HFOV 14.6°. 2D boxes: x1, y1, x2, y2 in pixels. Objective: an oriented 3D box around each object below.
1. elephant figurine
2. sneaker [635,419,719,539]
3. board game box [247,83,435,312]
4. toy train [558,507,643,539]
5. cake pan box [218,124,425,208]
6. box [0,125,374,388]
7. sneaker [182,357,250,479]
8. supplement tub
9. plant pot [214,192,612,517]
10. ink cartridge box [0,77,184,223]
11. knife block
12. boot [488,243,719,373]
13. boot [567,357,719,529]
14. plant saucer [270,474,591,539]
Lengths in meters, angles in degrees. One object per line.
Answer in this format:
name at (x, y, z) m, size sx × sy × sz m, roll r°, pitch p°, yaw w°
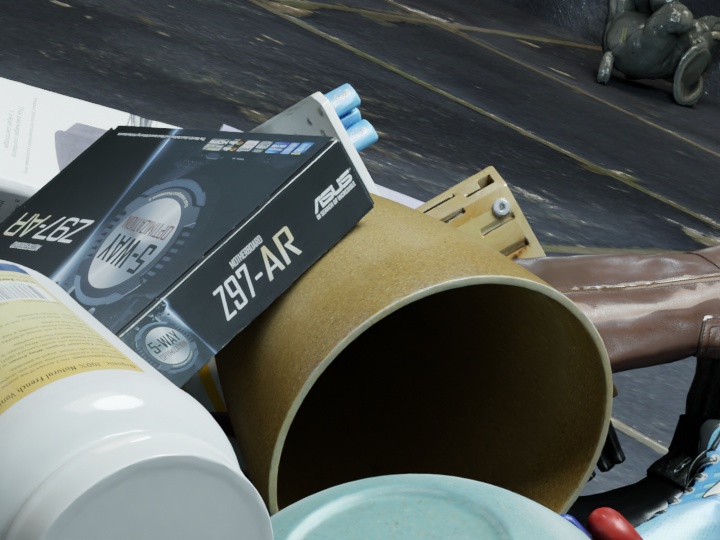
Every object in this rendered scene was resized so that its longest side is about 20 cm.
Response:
elephant figurine at (0.400, -0.279, 3.575) m, size 0.200 × 0.155 × 0.142 m, roll 42°, pitch 30°, yaw -45°
sneaker at (0.185, 0.128, 1.483) m, size 0.199 × 0.078 × 0.090 m, roll -15°, pitch 74°, yaw -28°
board game box at (0.000, 0.000, 1.601) m, size 0.026 × 0.200 × 0.200 m, roll -30°, pitch 3°, yaw -21°
toy train at (0.145, 0.205, 1.350) m, size 0.200 × 0.085 × 0.116 m, roll 47°, pitch -3°, yaw 2°
cake pan box at (-0.011, 0.001, 1.784) m, size 0.184 × 0.052 × 0.200 m, roll 23°, pitch -22°, yaw 13°
box at (-0.112, -0.007, 1.402) m, size 0.160 × 0.044 × 0.200 m, roll -43°, pitch 28°, yaw -27°
sneaker at (-0.092, 0.053, 1.554) m, size 0.199 × 0.090 × 0.075 m, roll 17°, pitch 13°, yaw -11°
supplement tub at (-0.139, 0.092, 1.207) m, size 0.144 × 0.145 × 0.200 m, roll 9°, pitch 16°, yaw -37°
plant pot at (0.000, 0.039, 1.430) m, size 0.186 × 0.187 × 0.200 m, roll 11°, pitch 22°, yaw -32°
ink cartridge box at (-0.162, -0.017, 1.585) m, size 0.199 × 0.145 × 0.085 m, roll 15°, pitch 47°, yaw -15°
knife block at (0.087, 0.043, 1.643) m, size 0.200 × 0.064 × 0.176 m, roll 61°, pitch -6°, yaw -3°
boot at (0.171, 0.045, 1.470) m, size 0.199 × 0.064 × 0.186 m, roll -3°, pitch 30°, yaw -23°
boot at (0.172, 0.110, 1.551) m, size 0.210 × 0.158 × 0.079 m, roll 12°, pitch 15°, yaw -31°
plant saucer at (0.017, 0.143, 1.245) m, size 0.200 × 0.039 × 0.201 m, roll -4°, pitch 34°, yaw 3°
